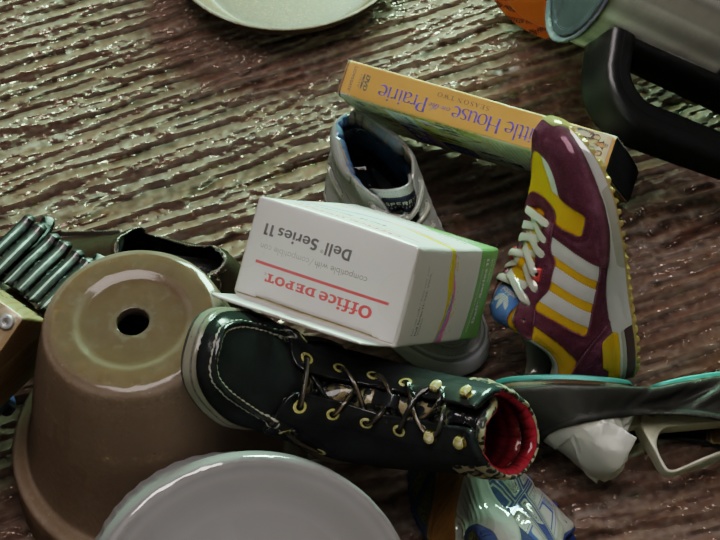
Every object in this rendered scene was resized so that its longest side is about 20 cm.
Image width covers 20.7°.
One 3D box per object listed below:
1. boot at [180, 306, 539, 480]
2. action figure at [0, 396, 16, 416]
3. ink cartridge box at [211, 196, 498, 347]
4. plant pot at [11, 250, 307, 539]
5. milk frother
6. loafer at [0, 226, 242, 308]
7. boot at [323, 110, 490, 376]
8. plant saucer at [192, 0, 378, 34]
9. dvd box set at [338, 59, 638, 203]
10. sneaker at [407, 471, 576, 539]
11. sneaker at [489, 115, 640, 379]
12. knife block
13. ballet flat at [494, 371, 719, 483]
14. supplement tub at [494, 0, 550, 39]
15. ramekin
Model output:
[{"bbox_3d":[0.003,0.075,1.190,0.154,0.204,0.074,3,72,34],"label":"boot"},{"bbox_3d":[-0.340,0.090,1.305,0.105,0.200,0.194,-33,33,35],"label":"action figure"},{"bbox_3d":[0.000,0.000,1.258,0.117,0.200,0.067,18,97,20],"label":"ink cartridge box"},{"bbox_3d":[-0.138,0.083,1.268,0.200,0.175,0.200,-2,54,2],"label":"plant pot"},{"bbox_3d":[0.262,-0.184,1.392,0.188,0.200,0.181,21,48,-20],"label":"milk frother"},{"bbox_3d":[-0.175,-0.005,1.399,0.200,0.071,0.073,2,53,4],"label":"loafer"},{"bbox_3d":[0.027,-0.022,1.388,0.073,0.096,0.200,-25,56,-15],"label":"boot"},{"bbox_3d":[-0.057,-0.257,1.608,0.200,0.037,0.201,-1,54,2],"label":"plant saucer"},{"bbox_3d":[0.095,-0.099,1.418,0.200,0.146,0.029,18,88,16],"label":"dvd box set"},{"bbox_3d":[0.090,0.162,1.274,0.088,0.075,0.200,13,39,-24],"label":"sneaker"},{"bbox_3d":[0.127,-0.002,1.311,0.090,0.200,0.075,-18,22,-8],"label":"sneaker"},{"bbox_3d":[-0.251,0.056,1.290,0.064,0.176,0.200,35,89,7],"label":"knife block"},{"bbox_3d":[0.183,0.102,1.299,0.200,0.068,0.068,-2,67,-8],"label":"ballet flat"},{"bbox_3d":[0.185,-0.282,1.561,0.122,0.123,0.200,22,56,18],"label":"supplement tub"},{"bbox_3d":[-0.076,0.199,1.175,0.202,0.203,0.094,-23,12,-14],"label":"ramekin"}]
